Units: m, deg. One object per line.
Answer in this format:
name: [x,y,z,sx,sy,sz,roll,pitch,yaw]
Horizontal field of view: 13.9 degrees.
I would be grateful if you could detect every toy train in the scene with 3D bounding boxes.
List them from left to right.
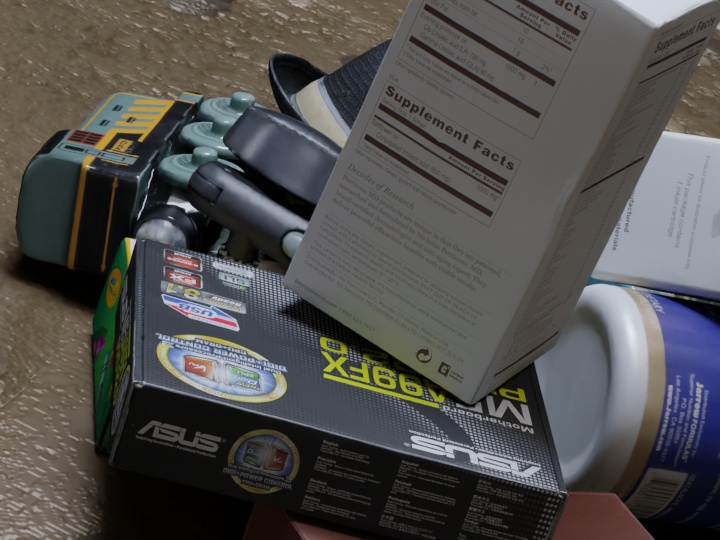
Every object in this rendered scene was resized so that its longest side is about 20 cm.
toy train: [-0.112,-0.049,1.589,0.113,0.086,0.200,13,20,4]

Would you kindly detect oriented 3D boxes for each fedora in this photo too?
fedora: [0.036,-0.077,1.669,0.201,0.092,0.201,45,10,-10]

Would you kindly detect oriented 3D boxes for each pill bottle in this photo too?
pill bottle: [0.195,0.078,1.534,0.199,0.116,0.116,11,27,-23]

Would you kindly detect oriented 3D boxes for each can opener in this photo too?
can opener: [0.000,0.000,1.468,0.200,0.079,0.063,37,20,13]

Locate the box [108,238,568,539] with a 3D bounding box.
box: [-0.013,0.059,1.346,0.199,0.044,0.160,15,21,-9]

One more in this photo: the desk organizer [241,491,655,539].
desk organizer: [0.045,0.146,1.340,0.199,0.072,0.077,5,27,-31]

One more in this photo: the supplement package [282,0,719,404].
supplement package: [0.067,-0.061,1.355,0.109,0.201,0.114,32,23,15]

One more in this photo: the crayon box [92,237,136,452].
crayon box: [-0.030,0.057,1.470,0.199,0.058,0.119,14,26,-13]

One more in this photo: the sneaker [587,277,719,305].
sneaker: [0.172,0.016,1.683,0.130,0.080,0.200,7,30,-25]

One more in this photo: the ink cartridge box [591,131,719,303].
ink cartridge box: [0.242,-0.015,1.532,0.199,0.084,0.145,11,0,29]
